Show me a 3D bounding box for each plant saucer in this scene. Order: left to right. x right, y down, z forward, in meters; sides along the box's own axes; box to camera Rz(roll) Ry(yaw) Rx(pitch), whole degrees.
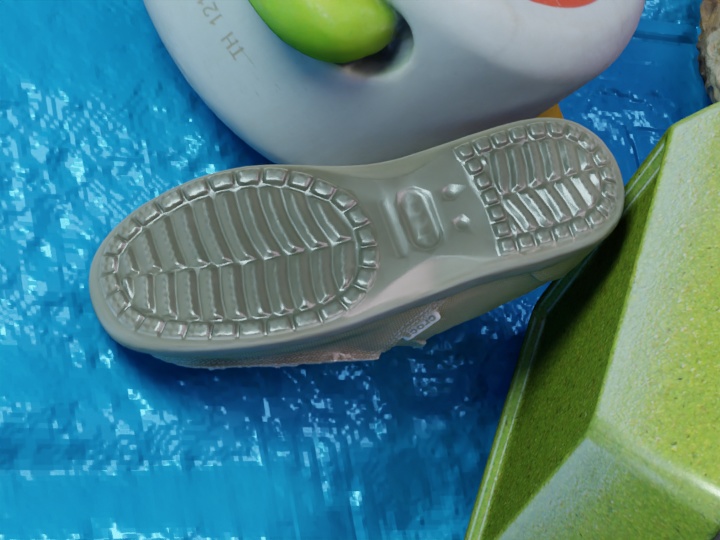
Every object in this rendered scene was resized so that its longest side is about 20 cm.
[{"bbox_3d":[0.094,0.042,0.985,0.048,0.200,0.201,24,54,-6],"label":"plant saucer"}]

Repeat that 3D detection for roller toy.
[{"bbox_3d":[0.009,-0.128,1.038,0.199,0.140,0.183,19,52,-38],"label":"roller toy"}]

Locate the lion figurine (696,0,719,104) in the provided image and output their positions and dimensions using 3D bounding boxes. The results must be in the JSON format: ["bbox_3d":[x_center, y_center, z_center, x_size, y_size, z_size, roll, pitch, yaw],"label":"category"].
[{"bbox_3d":[0.184,-0.149,1.232,0.122,0.073,0.201,-3,55,-28],"label":"lion figurine"}]

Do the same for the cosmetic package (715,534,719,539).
[{"bbox_3d":[0.221,0.140,1.078,0.200,0.071,0.105,35,23,-18],"label":"cosmetic package"}]

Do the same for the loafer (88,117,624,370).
[{"bbox_3d":[0.000,0.000,0.990,0.199,0.068,0.076,-11,63,-5],"label":"loafer"}]
